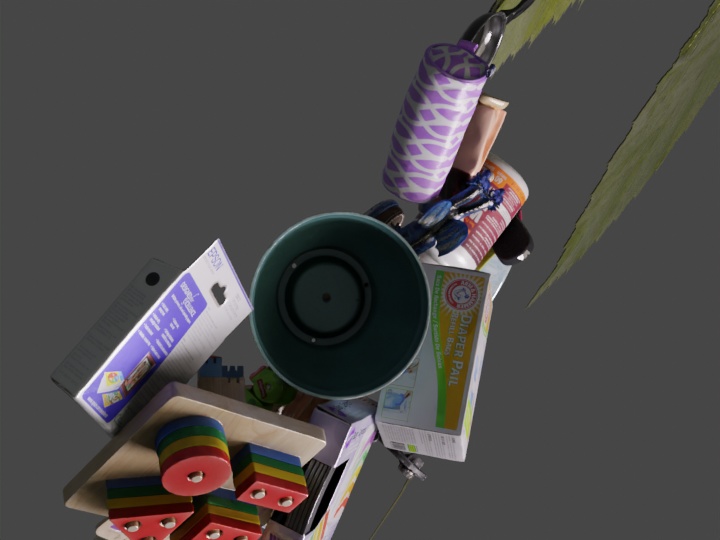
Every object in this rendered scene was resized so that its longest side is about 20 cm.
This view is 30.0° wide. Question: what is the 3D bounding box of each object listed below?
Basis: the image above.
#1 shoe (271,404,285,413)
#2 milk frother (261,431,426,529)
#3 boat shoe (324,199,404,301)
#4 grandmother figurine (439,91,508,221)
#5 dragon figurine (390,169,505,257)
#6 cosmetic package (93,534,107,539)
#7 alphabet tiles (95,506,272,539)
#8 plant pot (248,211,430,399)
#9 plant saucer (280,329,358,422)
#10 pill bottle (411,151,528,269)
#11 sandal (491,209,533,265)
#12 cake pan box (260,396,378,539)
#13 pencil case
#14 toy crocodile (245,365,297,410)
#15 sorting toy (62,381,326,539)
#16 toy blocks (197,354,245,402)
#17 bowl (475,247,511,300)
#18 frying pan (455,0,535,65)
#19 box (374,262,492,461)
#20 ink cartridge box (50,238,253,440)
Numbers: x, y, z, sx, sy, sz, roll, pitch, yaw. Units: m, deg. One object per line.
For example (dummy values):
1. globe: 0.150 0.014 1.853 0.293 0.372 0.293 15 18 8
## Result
1. shoe: -0.140 0.218 1.735 0.200 0.053 0.070 -51 163 -13
2. milk frother: -0.040 0.272 1.824 0.188 0.200 0.180 -47 175 15
3. boat shoe: 0.000 0.000 1.677 0.200 0.072 0.072 -50 162 -17
4. grandmother figurine: 0.133 -0.127 1.722 0.060 0.121 0.202 13 103 -25
5. dragon figurine: 0.091 -0.052 1.635 0.200 0.059 0.099 -42 -165 -27
6. cosmetic package: -0.233 0.326 1.630 0.104 0.087 0.200 -53 163 -6
7. alphabet tiles: -0.184 0.247 1.455 0.195 0.015 0.199 -39 131 24
8. plant pot: -0.031 0.035 1.506 0.201 0.200 0.134 -54 -171 -3
9. plant saucer: -0.042 0.140 1.652 0.201 0.037 0.200 -53 -174 8
10. pill bottle: 0.136 -0.062 1.864 0.201 0.109 0.110 -53 163 -10
11. sandal: 0.202 -0.073 1.937 0.075 0.201 0.045 -31 133 14
12. cake pan box: -0.044 0.234 1.506 0.200 0.052 0.186 6 105 -78
13. pencil case: 0.086 -0.175 1.583 0.086 0.083 0.201 -68 -179 -53
14. toy crocodile: -0.137 0.170 1.662 0.201 0.062 0.067 -51 163 3
15. sorting toy: -0.164 0.220 1.361 0.198 0.070 0.200 22 127 -37
16. toy blocks: -0.156 0.168 1.495 0.201 0.099 0.138 99 -11 -50
17. bowl: 0.132 0.013 1.997 0.200 0.107 0.201 -48 162 -21
18. frying pan: 0.160 -0.296 1.631 0.191 0.031 0.115 -58 163 -2
19. box: 0.089 0.105 1.573 0.113 0.100 0.202 74 26 -66
20. ink cartridge box: -0.198 0.068 1.319 0.200 0.043 0.198 -48 162 -13
